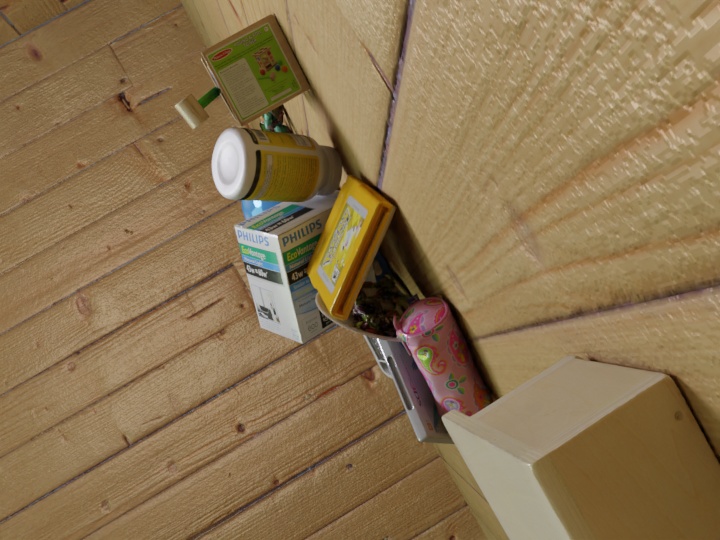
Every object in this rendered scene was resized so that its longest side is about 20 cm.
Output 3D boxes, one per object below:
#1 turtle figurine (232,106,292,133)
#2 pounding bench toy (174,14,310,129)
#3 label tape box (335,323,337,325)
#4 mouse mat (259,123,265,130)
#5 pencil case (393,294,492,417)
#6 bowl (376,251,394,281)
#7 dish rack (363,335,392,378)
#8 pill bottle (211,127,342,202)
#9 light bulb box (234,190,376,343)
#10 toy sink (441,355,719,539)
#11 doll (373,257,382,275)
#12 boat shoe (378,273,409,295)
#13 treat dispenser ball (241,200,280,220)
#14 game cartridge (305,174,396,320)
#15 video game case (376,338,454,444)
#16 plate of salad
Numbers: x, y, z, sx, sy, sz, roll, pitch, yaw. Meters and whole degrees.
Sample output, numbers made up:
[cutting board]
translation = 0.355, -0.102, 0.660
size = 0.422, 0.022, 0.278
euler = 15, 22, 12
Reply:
[turtle figurine]
translation = -0.221, -0.350, 1.716
size = 0.200, 0.100, 0.150
euler = 41, -150, -48
[pounding bench toy]
translation = -0.207, -0.304, 1.196
size = 0.125, 0.199, 0.156
euler = 61, 175, -18
[label tape box]
translation = -0.044, 0.001, 1.649
size = 0.201, 0.144, 0.063
euler = 60, 175, 3
[mouse mat]
translation = -0.172, -0.277, 1.851
size = 0.201, 0.008, 0.161
euler = 58, -163, 16
[pencil case]
translation = 0.119, 0.132, 1.044
size = 0.201, 0.087, 0.087
euler = 61, 175, -27
[bowl]
translation = 0.038, 0.017, 1.519
size = 0.201, 0.039, 0.201
euler = 60, 176, 7
[dish rack]
translation = 0.079, 0.173, 1.729
size = 0.171, 0.043, 0.201
euler = 5, 129, 55
[pill bottle]
translation = -0.132, -0.169, 1.206
size = 0.112, 0.199, 0.113
euler = 2, 93, 49
[light bulb box]
translation = -0.089, -0.015, 1.283
size = 0.124, 0.198, 0.201
euler = 14, 124, 43
[toy sink]
translation = 0.158, 0.143, 0.523
size = 0.131, 0.112, 0.200
euler = 60, 171, -1
[doll]
translation = 0.000, 0.000, 1.408
size = 0.136, 0.048, 0.201
euler = 8, 101, 62
[boat shoe]
translation = 0.078, 0.091, 1.352
size = 0.201, 0.067, 0.072
euler = 58, 175, 30
[treat dispenser ball]
translation = -0.152, -0.148, 1.566
size = 0.202, 0.200, 0.201
euler = 60, 175, 8
[game cartridge]
translation = -0.022, -0.042, 1.094
size = 0.032, 0.177, 0.200
euler = 20, -169, -22
[video game case]
translation = 0.114, 0.184, 1.152
size = 0.200, 0.022, 0.183
euler = 21, -141, -53
[plate of salad]
translation = 0.030, 0.053, 1.130
size = 0.200, 0.199, 0.048
euler = -127, 47, -60
